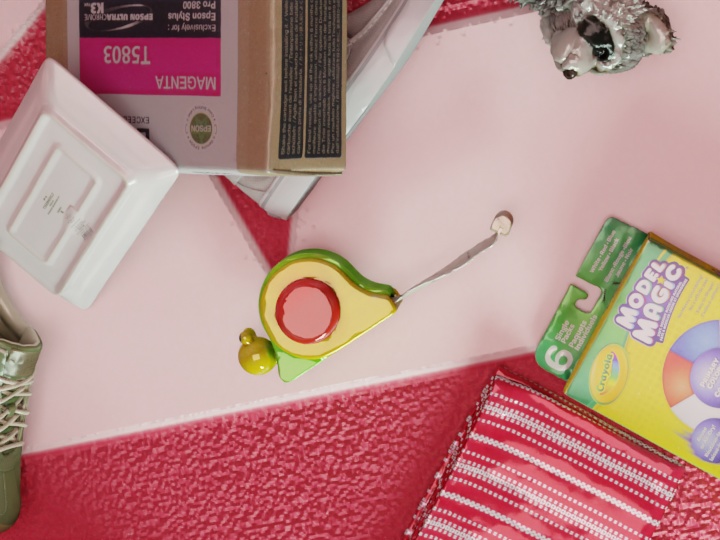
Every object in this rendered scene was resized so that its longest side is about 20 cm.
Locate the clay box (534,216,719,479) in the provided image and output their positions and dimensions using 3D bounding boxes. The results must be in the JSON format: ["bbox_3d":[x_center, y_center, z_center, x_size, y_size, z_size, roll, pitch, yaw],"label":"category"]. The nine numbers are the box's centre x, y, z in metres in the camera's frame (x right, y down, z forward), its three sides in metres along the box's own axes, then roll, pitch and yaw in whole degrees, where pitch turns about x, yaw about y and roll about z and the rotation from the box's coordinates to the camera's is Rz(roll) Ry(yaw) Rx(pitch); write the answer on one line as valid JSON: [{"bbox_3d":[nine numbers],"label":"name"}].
[{"bbox_3d":[0.219,0.061,1.736,0.199,0.048,0.115,28,100,1],"label":"clay box"}]

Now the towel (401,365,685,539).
[{"bbox_3d":[0.104,0.182,1.781,0.144,0.022,0.201,28,100,2],"label":"towel"}]

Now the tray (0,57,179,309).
[{"bbox_3d":[-0.189,-0.046,1.717,0.107,0.022,0.200,40,145,0],"label":"tray"}]

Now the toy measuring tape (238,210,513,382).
[{"bbox_3d":[0.000,0.000,1.745,0.199,0.074,0.074,-34,93,10],"label":"toy measuring tape"}]

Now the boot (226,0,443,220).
[{"bbox_3d":[-0.029,-0.134,1.723,0.095,0.074,0.200,37,104,2],"label":"boot"}]

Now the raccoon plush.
[{"bbox_3d":[0.152,-0.217,1.689,0.133,0.097,0.201,26,90,-20],"label":"raccoon plush"}]

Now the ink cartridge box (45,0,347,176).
[{"bbox_3d":[-0.104,-0.142,1.682,0.199,0.075,0.166,3,94,40],"label":"ink cartridge box"}]

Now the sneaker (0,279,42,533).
[{"bbox_3d":[-0.245,0.071,1.776,0.089,0.067,0.201,-17,93,26],"label":"sneaker"}]
